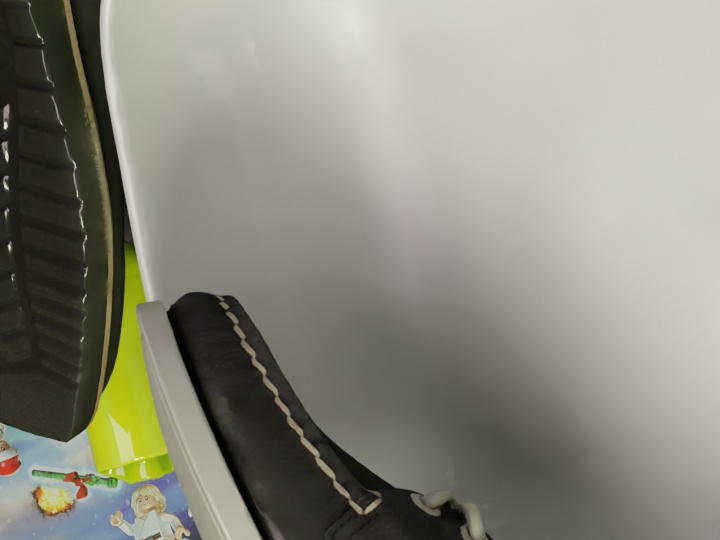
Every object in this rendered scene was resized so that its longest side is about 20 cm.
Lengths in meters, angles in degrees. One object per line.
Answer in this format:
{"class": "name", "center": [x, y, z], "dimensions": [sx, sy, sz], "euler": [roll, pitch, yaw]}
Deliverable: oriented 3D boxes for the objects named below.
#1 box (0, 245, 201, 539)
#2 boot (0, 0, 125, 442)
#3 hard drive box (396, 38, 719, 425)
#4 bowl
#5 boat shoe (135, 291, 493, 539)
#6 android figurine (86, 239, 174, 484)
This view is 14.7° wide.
{"class": "box", "center": [-0.063, 0.064, 0.863], "dimensions": [0.199, 0.040, 0.137], "euler": [-24, 90, -3]}
{"class": "boot", "center": [-0.063, -0.066, 0.785], "dimensions": [0.077, 0.138, 0.201], "euler": [15, 119, 33]}
{"class": "hard drive box", "center": [0.133, -0.034, 0.712], "dimensions": [0.199, 0.156, 0.077], "euler": [-17, 93, 33]}
{"class": "bowl", "center": [0.052, -0.003, 0.632], "dimensions": [0.199, 0.075, 0.201], "euler": [-9, 98, 33]}
{"class": "boat shoe", "center": [0.014, 0.085, 0.603], "dimensions": [0.060, 0.074, 0.201], "euler": [-27, 70, -5]}
{"class": "android figurine", "center": [0.000, 0.000, 0.828], "dimensions": [0.181, 0.041, 0.201], "euler": [-13, 88, -2]}
